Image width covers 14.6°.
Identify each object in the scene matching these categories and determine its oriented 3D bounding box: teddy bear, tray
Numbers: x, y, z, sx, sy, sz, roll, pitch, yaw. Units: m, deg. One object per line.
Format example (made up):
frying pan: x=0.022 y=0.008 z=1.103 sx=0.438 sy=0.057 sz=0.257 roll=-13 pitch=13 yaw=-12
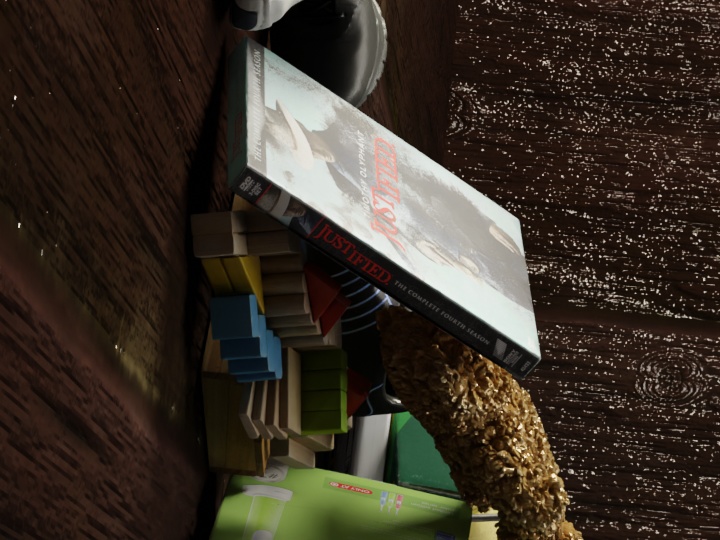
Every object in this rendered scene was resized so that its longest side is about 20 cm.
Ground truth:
teddy bear: x=0.080 y=0.091 z=1.602 sx=0.200 sy=0.067 sz=0.145 roll=62 pitch=12 yaw=-22
tray: x=-0.059 y=0.010 z=1.642 sx=0.099 sy=0.037 sz=0.200 roll=89 pitch=6 yaw=-51

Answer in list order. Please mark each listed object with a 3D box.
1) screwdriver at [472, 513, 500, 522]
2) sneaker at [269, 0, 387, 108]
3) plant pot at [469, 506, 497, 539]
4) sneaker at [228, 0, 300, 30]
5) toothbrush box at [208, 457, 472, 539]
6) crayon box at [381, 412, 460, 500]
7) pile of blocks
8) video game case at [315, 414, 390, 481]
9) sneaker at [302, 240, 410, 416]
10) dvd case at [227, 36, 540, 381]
screwdriver: x=0.017 y=0.156 z=1.741 sx=0.029 sy=0.200 sz=0.028 roll=156 pitch=-68 yaw=-77
sneaker: x=-0.027 y=-0.190 z=1.695 sx=0.091 sy=0.076 sz=0.200 roll=45 pitch=42 yaw=-71
plant pot: x=0.043 y=0.187 z=1.975 sx=0.200 sy=0.200 sz=0.142 roll=-80 pitch=179 yaw=-48
sneaker: x=-0.002 y=-0.187 z=1.555 sx=0.199 sy=0.130 sz=0.080 roll=-73 pitch=167 yaw=-67
toothbrush box: x=-0.020 y=0.194 z=1.583 sx=0.200 sy=0.146 sz=0.086 roll=-76 pitch=178 yaw=-69
crayon box: x=0.030 y=0.113 z=1.850 sx=0.200 sy=0.052 sz=0.126 roll=-89 pitch=-166 yaw=-48
pile of blocks: x=-0.034 y=0.040 z=1.512 sx=0.200 sy=0.062 sz=0.082 roll=65 pitch=26 yaw=-48
video game case: x=-0.003 y=0.072 z=1.867 sx=0.182 sy=0.023 sz=0.200 roll=131 pitch=-33 yaw=-71
sneaker: x=0.000 y=0.000 z=1.654 sx=0.070 sy=0.078 sz=0.200 roll=-78 pitch=172 yaw=-55
dvd case: x=0.012 y=-0.035 z=1.520 sx=0.022 sy=0.200 sz=0.146 roll=-48 pitch=-158 yaw=24
